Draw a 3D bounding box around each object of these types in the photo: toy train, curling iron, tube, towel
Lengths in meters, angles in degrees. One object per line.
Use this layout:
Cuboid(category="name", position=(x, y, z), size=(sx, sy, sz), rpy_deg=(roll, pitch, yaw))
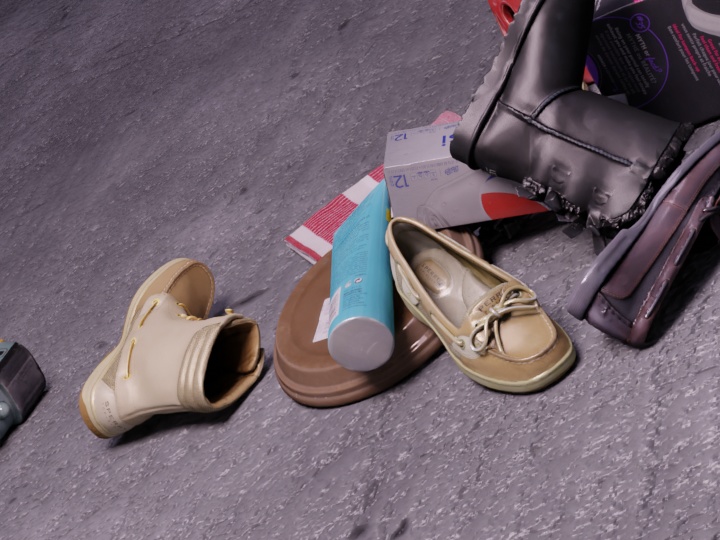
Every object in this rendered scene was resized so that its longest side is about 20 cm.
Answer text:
Cuboid(category="toy train", position=(-0.378, 0.141, 1.930), size=(0.113, 0.086, 0.200), rpy_deg=(-5, 35, 32))
Cuboid(category="curling iron", position=(0.054, -0.013, 1.728), size=(0.199, 0.026, 0.050), rpy_deg=(-26, 21, 17))
Cuboid(category="tube", position=(0.000, 0.000, 1.644), size=(0.077, 0.050, 0.200), rpy_deg=(-41, 25, 25))
Cuboid(category="towel", position=(0.030, -0.072, 1.883), size=(0.200, 0.023, 0.144), rpy_deg=(-38, 22, -9))

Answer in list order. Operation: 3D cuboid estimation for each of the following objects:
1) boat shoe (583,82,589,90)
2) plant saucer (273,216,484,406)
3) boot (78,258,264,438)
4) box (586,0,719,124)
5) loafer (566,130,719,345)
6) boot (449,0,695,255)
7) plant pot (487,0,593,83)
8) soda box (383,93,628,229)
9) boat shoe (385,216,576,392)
Cuboid(category="boat shoe", position=(0.138, -0.131, 1.792), size=(0.073, 0.065, 0.200), rpy_deg=(-20, 20, 37))
Cuboid(category="plant saucer", position=(0.008, 0.025, 1.674), size=(0.199, 0.030, 0.201), rpy_deg=(-27, 33, 19))
Cuboid(category="boot", position=(-0.140, 0.055, 1.789), size=(0.155, 0.073, 0.200), rpy_deg=(-14, 31, 39))
Cuboid(category="box", position=(0.286, -0.203, 1.674), size=(0.199, 0.123, 0.106), rpy_deg=(-20, 25, 28))
Cuboid(category="loafer", position=(0.226, -0.021, 1.493), size=(0.200, 0.063, 0.072), rpy_deg=(-45, -17, -28))
Cuboid(category="boot", position=(0.176, -0.126, 1.578), size=(0.162, 0.073, 0.199), rpy_deg=(28, 88, 21))
Cuboid(category="plant pot", position=(0.200, -0.295, 1.902), size=(0.200, 0.183, 0.201), rpy_deg=(-27, 22, 12))
Cuboid(category="soda box", position=(0.121, -0.085, 1.663), size=(0.199, 0.064, 0.068), rpy_deg=(-9, 28, 9))
Cuboid(category="boat shoe", position=(0.082, 0.023, 1.532), size=(0.073, 0.063, 0.201), rpy_deg=(-35, 38, -9))
